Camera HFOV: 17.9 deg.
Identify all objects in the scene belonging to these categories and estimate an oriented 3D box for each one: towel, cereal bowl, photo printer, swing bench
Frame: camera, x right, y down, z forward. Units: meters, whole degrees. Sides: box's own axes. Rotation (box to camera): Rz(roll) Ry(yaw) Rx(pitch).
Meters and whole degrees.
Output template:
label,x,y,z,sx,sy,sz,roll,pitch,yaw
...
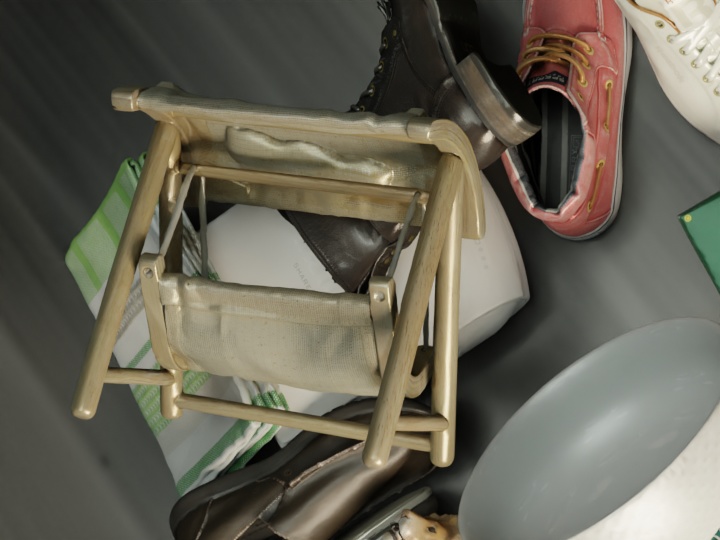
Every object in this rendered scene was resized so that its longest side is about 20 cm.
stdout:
label,x,y,z,sx,sy,sz,roll,pitch,yaw
towel,-0.128,0.043,1.483,0.201,0.031,0.149,60,142,15
cereal bowl,0.160,0.125,1.352,0.200,0.200,0.083,-37,108,11
photo printer,0.000,0.000,1.467,0.199,0.069,0.167,-33,75,13
swing bench,-0.042,0.001,1.329,0.198,0.130,0.202,8,89,22

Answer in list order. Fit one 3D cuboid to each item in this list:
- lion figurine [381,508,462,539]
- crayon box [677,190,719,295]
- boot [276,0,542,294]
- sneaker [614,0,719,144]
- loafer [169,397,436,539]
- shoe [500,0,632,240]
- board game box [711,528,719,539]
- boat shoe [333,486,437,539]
label,x,y,z,sx,sy,sz,roll,pitch,yaw
lion figurine,0.057,0.230,1.337,0.122,0.073,0.200,-30,49,-18
crayon box,0.319,-0.006,1.363,0.199,0.058,0.173,-31,78,13
boot,0.005,-0.098,1.408,0.174,0.069,0.201,-40,59,21
sneaker,0.204,-0.143,1.392,0.073,0.085,0.200,-42,89,6
loafer,-0.028,0.149,1.436,0.199,0.073,0.072,-30,46,20
shoe,0.128,-0.123,1.425,0.071,0.091,0.202,-2,83,18
board game box,0.209,0.228,1.352,0.135,0.028,0.200,42,77,13
boat shoe,-0.021,0.212,1.457,0.200,0.067,0.057,-37,90,13
